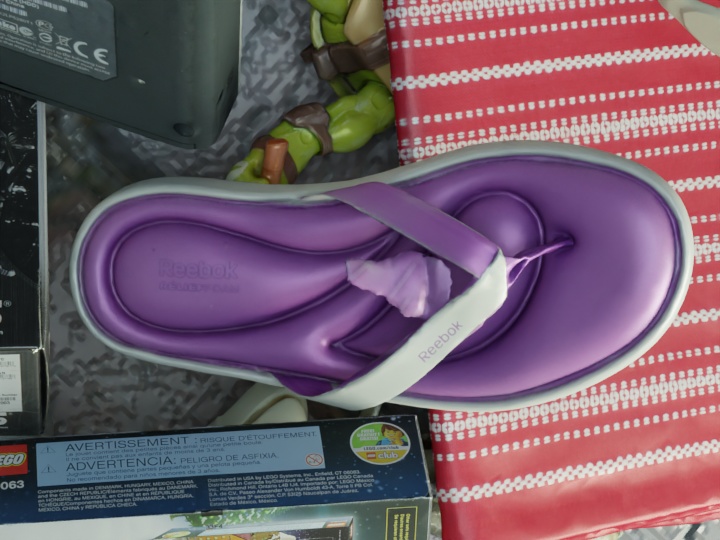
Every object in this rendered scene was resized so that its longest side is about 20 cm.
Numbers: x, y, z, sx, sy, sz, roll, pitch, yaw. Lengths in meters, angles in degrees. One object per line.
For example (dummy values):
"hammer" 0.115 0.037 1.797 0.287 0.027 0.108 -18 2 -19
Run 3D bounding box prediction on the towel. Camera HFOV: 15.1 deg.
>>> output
"towel" 0.079 -0.010 0.886 0.144 0.022 0.201 -9 96 -26

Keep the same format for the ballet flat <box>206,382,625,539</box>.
"ballet flat" -0.007 0.066 0.911 0.199 0.072 0.073 -4 97 -12

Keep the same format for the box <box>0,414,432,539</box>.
"box" -0.050 0.134 0.877 0.136 0.038 0.201 -3 131 -7

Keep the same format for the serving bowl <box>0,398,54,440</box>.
"serving bowl" -0.200 0.065 0.891 0.199 0.066 0.201 -1 97 -6

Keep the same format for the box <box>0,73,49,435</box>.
"box" -0.197 -0.023 0.843 0.199 0.048 0.159 -1 53 -6

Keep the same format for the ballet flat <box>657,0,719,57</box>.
"ballet flat" 0.108 -0.121 0.854 0.068 0.068 0.200 -39 81 -21

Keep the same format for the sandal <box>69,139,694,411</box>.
"sandal" 0.001 0.008 0.829 0.201 0.050 0.083 -4 98 19

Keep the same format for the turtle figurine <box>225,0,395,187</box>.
"turtle figurine" 0.016 -0.094 0.897 0.200 0.064 0.162 -35 115 -13

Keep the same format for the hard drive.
"hard drive" -0.101 -0.119 0.768 0.139 0.200 0.033 19 60 8
